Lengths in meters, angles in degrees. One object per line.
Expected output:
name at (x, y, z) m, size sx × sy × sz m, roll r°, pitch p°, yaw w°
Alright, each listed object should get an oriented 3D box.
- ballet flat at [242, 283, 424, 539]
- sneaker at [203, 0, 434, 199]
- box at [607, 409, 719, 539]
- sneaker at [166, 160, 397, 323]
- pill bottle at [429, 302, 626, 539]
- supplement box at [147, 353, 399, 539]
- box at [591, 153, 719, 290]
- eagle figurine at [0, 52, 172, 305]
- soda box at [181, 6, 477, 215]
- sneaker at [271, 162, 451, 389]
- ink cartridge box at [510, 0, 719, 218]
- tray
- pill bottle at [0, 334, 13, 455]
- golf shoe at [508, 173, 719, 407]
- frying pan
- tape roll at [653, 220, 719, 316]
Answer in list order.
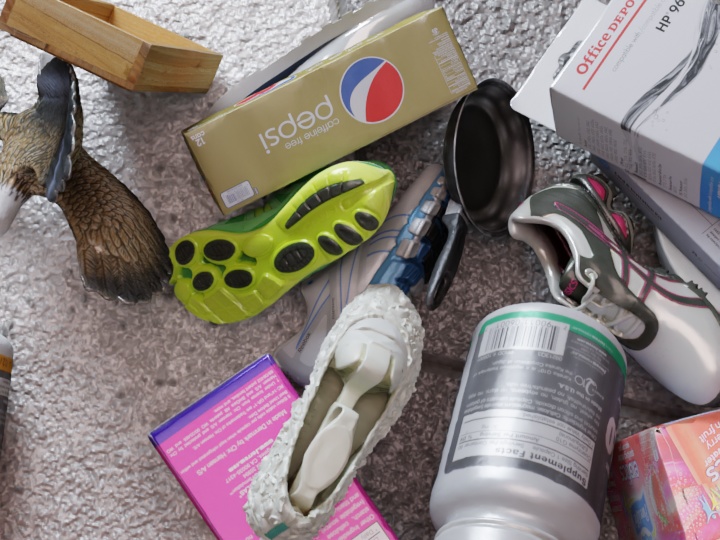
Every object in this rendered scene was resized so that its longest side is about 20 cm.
ballet flat at (-0.006, 0.090, 0.907) m, size 0.071 × 0.072 × 0.201 m, roll 25°, pitch 65°, yaw 4°
sneaker at (-0.020, -0.138, 1.053) m, size 0.200 × 0.076 × 0.081 m, roll -36°, pitch 90°, yaw -1°
box at (0.230, 0.145, 0.928) m, size 0.102 × 0.200 × 0.095 m, roll -12°, pitch 79°, yaw -4°
sneaker at (-0.054, -0.020, 1.003) m, size 0.199 × 0.084 × 0.074 m, roll -23°, pitch 95°, yaw 28°
pill bottle at (0.109, 0.131, 0.938) m, size 0.112 × 0.113 × 0.201 m, roll 17°, pitch 54°, yaw 2°
supplement box at (-0.046, 0.171, 0.968) m, size 0.103 × 0.101 × 0.200 m, roll -33°, pitch 82°, yaw -8°
box at (0.291, -0.096, 1.010) m, size 0.200 × 0.041 × 0.156 m, roll -37°, pitch 65°, yaw -7°
eagle figurine at (-0.215, -0.071, 0.980) m, size 0.199 × 0.151 × 0.152 m, roll 16°, pitch 99°, yaw 35°
soda box at (-0.023, -0.112, 0.987) m, size 0.199 × 0.068 × 0.064 m, roll -26°, pitch 101°, yaw -5°
sneaker at (0.000, 0.000, 1.022) m, size 0.086 × 0.075 × 0.201 m, roll 23°, pitch 71°, yaw 22°
ink cartridge box at (0.211, -0.129, 0.981) m, size 0.199 × 0.068 × 0.116 m, roll 30°, pitch 75°, yaw 23°
tray at (-0.168, -0.158, 0.982) m, size 0.098 × 0.200 × 0.037 m, roll 25°, pitch 100°, yaw 4°
pill bottle at (-0.306, 0.138, 0.962) m, size 0.116 × 0.116 × 0.201 m, roll 4°, pitch 78°, yaw 0°
golf shoe at (0.182, 0.023, 0.996) m, size 0.088 × 0.077 × 0.200 m, roll -19°, pitch 62°, yaw -40°
frying pan at (0.085, -0.046, 1.017) m, size 0.031 × 0.115 × 0.191 m, roll 2°, pitch 72°, yaw 36°
tape roll at (0.315, -0.040, 1.024) m, size 0.201 × 0.037 × 0.204 m, roll -4°, pitch 66°, yaw 9°
